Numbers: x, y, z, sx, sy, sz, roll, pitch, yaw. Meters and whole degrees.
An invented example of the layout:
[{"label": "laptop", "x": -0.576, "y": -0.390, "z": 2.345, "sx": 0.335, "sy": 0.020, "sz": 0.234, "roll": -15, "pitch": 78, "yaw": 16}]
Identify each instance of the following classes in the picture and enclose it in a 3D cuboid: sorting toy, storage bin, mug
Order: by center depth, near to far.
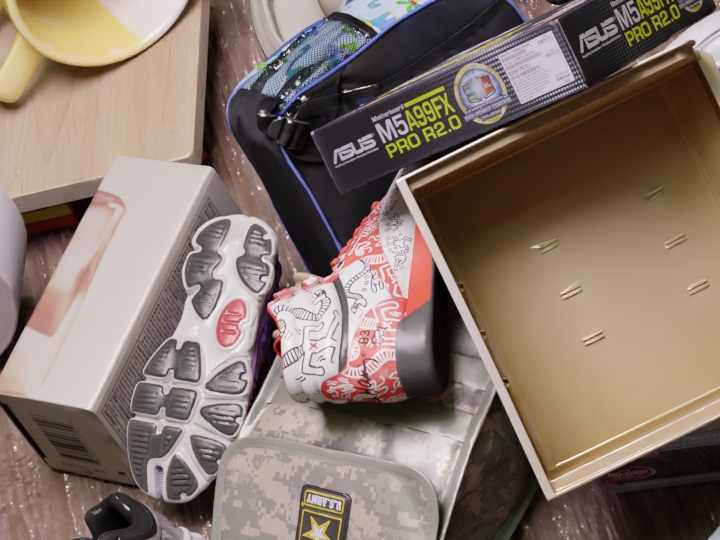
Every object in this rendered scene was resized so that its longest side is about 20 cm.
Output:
[{"label": "storage bin", "x": 0.153, "y": -0.002, "z": 1.518, "sx": 0.198, "sy": 0.094, "sz": 0.201, "roll": -26, "pitch": 87, "yaw": 2}, {"label": "mug", "x": -0.231, "y": -0.236, "z": 1.902, "sx": 0.186, "sy": 0.150, "sz": 0.153, "roll": -33, "pitch": 40, "yaw": -12}, {"label": "sorting toy", "x": -0.198, "y": -0.118, "z": 1.931, "sx": 0.198, "sy": 0.070, "sz": 0.201, "roll": -12, "pitch": 50, "yaw": 15}]

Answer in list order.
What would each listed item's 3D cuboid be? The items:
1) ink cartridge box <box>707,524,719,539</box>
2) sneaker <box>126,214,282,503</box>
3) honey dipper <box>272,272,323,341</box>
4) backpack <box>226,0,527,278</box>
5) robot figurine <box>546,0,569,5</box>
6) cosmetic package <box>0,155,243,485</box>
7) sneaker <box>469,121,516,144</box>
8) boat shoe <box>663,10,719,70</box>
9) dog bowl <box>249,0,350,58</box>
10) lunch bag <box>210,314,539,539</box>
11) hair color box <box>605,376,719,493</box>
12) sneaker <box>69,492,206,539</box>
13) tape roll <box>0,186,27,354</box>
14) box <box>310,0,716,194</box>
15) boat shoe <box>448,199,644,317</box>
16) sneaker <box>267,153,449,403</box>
[{"label": "ink cartridge box", "x": 0.278, "y": 0.202, "z": 1.483, "sx": 0.200, "sy": 0.047, "sz": 0.160, "roll": 30, "pitch": 70, "yaw": 40}, {"label": "sneaker", "x": -0.089, "y": 0.065, "z": 1.737, "sx": 0.080, "sy": 0.083, "sz": 0.201, "roll": 12, "pitch": 70, "yaw": 22}, {"label": "honey dipper", "x": -0.058, "y": 0.100, "z": 1.693, "sx": 0.038, "sy": 0.038, "sz": 0.201, "roll": 12, "pitch": 76, "yaw": 31}, {"label": "backpack", "x": 0.023, "y": -0.100, "z": 1.745, "sx": 0.200, "sy": 0.183, "sz": 0.147, "roll": -38, "pitch": 29, "yaw": -15}, {"label": "robot figurine", "x": 0.144, "y": -0.279, "z": 1.864, "sx": 0.199, "sy": 0.151, "sz": 0.125, "roll": -15, "pitch": 19, "yaw": 13}, {"label": "cosmetic package", "x": -0.156, "y": 0.033, "z": 1.774, "sx": 0.087, "sy": 0.103, "sz": 0.200, "roll": 9, "pitch": 57, "yaw": 29}, {"label": "sneaker", "x": 0.150, "y": -0.080, "z": 1.668, "sx": 0.200, "sy": 0.080, "sz": 0.071, "roll": -13, "pitch": 89, "yaw": -10}, {"label": "boat shoe", "x": 0.276, "y": -0.143, "z": 1.735, "sx": 0.200, "sy": 0.074, "sz": 0.065, "roll": -33, "pitch": 44, "yaw": -1}, {"label": "dog bowl", "x": -0.007, "y": -0.236, "z": 1.871, "sx": 0.074, "sy": 0.200, "sz": 0.201, "roll": 6, "pitch": 43, "yaw": -25}, {"label": "lunch bag", "x": 0.010, "y": 0.127, "z": 1.616, "sx": 0.164, "sy": 0.118, "sz": 0.200, "roll": 9, "pitch": 60, "yaw": 31}, {"label": "hair color box", "x": 0.199, "y": 0.035, "z": 1.640, "sx": 0.099, "sy": 0.061, "sz": 0.201, "roll": -9, "pitch": 51, "yaw": 18}, {"label": "sneaker", "x": -0.161, "y": 0.211, "z": 1.611, "sx": 0.074, "sy": 0.087, "sz": 0.200, "roll": -37, "pitch": 18, "yaw": 36}, {"label": "tape roll", "x": -0.334, "y": -0.002, "z": 1.815, "sx": 0.202, "sy": 0.203, "sz": 0.071, "roll": -12, "pitch": 51, "yaw": 16}, {"label": "box", "x": 0.090, "y": -0.118, "z": 1.555, "sx": 0.200, "sy": 0.044, "sz": 0.160, "roll": -22, "pitch": 7, "yaw": 42}, {"label": "boat shoe", "x": 0.103, "y": -0.002, "z": 1.643, "sx": 0.200, "sy": 0.068, "sz": 0.072, "roll": -23, "pitch": 45, "yaw": 33}, {"label": "sneaker", "x": 0.000, "y": 0.000, "z": 1.608, "sx": 0.108, "sy": 0.067, "sz": 0.202, "roll": -7, "pitch": 45, "yaw": 12}]
